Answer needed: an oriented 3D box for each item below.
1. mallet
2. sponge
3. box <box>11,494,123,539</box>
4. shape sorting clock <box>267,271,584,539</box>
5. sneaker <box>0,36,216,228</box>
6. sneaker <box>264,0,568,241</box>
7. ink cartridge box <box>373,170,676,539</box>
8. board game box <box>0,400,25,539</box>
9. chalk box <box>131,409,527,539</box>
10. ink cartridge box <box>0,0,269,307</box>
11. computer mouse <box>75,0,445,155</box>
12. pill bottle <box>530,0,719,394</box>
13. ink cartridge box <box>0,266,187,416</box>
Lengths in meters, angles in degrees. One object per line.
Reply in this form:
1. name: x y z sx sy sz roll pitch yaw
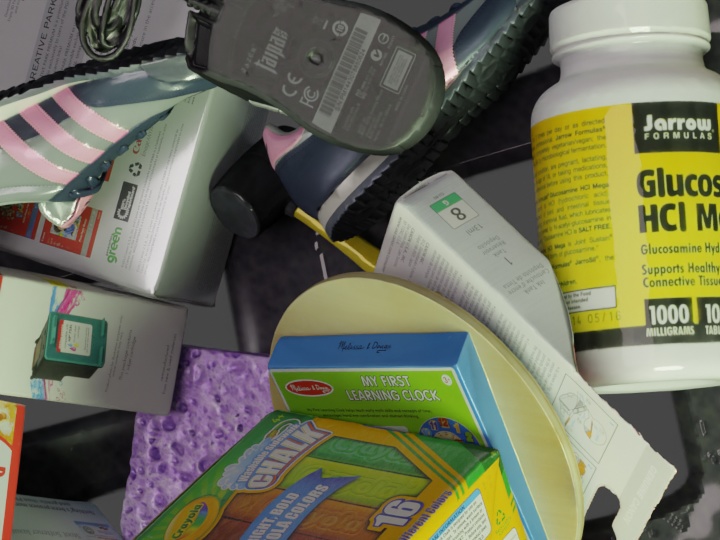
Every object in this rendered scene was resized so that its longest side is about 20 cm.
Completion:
1. mallet: 0.000 0.000 1.225 0.066 0.041 0.200 -38 71 -28
2. sponge: -0.086 0.145 1.262 0.111 0.030 0.201 7 88 24
3. box: -0.182 0.255 1.214 0.200 0.105 0.184 45 110 39
4. shape sorting clock: 0.032 0.089 1.129 0.199 0.039 0.201 26 137 27
5. sneaker: -0.153 -0.072 1.210 0.199 0.070 0.082 -17 102 17
6. sneaker: 0.030 -0.113 1.191 0.200 0.070 0.082 -45 71 -1
7. ink cartridge box: 0.081 0.069 1.128 0.200 0.050 0.161 43 143 21
8. board game box: -0.259 0.172 1.200 0.151 0.046 0.201 -5 75 43
9. chalk box: -0.024 0.158 1.109 0.199 0.124 0.124 6 127 39
10. ink cartridge box: -0.150 -0.099 1.282 0.175 0.084 0.201 17 91 22
11. computer mouse: -0.039 -0.150 1.138 0.199 0.046 0.141 20 95 6
12. pill bottle: 0.147 -0.039 1.138 0.112 0.112 0.201 -6 83 22
13. ink cartridge box: -0.210 0.031 1.218 0.116 0.199 0.068 11 89 44
